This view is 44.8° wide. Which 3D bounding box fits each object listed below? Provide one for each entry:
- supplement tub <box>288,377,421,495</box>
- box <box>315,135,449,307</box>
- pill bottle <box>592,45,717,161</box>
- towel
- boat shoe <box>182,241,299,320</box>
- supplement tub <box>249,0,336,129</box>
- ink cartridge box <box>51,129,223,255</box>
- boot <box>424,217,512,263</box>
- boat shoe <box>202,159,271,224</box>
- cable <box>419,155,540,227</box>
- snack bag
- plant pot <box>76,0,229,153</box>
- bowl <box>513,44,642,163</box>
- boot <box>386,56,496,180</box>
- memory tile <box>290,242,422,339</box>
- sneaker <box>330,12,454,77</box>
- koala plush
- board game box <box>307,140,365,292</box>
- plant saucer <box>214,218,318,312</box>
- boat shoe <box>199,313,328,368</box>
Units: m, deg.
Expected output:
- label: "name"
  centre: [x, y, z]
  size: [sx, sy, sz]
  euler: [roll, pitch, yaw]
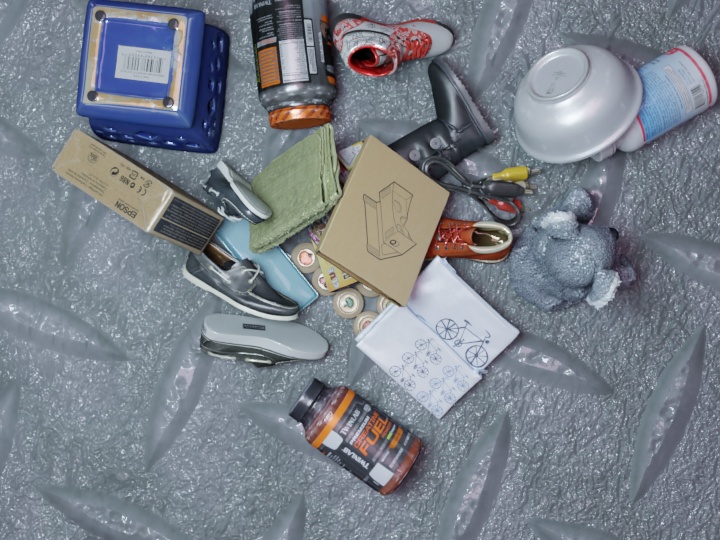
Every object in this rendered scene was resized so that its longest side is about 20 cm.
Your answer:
- label: "supplement tub"
  centre: [-0.012, 0.251, 1.350]
  size: [0.200, 0.107, 0.107]
  euler: [35, 90, 0]
- label: "box"
  centre: [0.037, -0.071, 1.276]
  size: [0.163, 0.021, 0.200]
  euler: [33, 67, -24]
- label: "pill bottle"
  centre: [0.435, -0.253, 1.348]
  size: [0.200, 0.109, 0.109]
  euler: [-30, 90, 0]
- label: "towel"
  centre: [-0.101, -0.117, 1.310]
  size: [0.036, 0.200, 0.149]
  euler: [23, 50, -37]
- label: "boat shoe"
  centre: [-0.181, 0.017, 1.352]
  size: [0.200, 0.072, 0.068]
  euler: [28, 110, 10]
- label: "supplement tub"
  centre: [-0.102, -0.324, 1.344]
  size: [0.122, 0.123, 0.200]
  euler: [-6, 90, 0]
- label: "ink cartridge box"
  centre: [-0.327, -0.114, 1.295]
  size: [0.200, 0.165, 0.075]
  euler: [31, 89, 21]
- label: "boot"
  centre: [0.138, -0.054, 1.349]
  size: [0.200, 0.107, 0.075]
  euler: [3, 85, 1]
- label: "boat shoe"
  centre: [-0.190, -0.105, 1.319]
  size: [0.076, 0.200, 0.060]
  euler: [38, 95, -28]
- label: "cable"
  centre: [0.184, -0.127, 1.371]
  size: [0.200, 0.050, 0.097]
  euler: [8, 106, -7]
- label: "snack bag"
  centre: [0.123, 0.106, 1.364]
  size: [0.189, 0.021, 0.200]
  euler: [43, 104, -4]
- label: "plant pot"
  centre: [-0.315, -0.296, 1.317]
  size: [0.200, 0.180, 0.200]
  euler: [7, 89, 1]
- label: "bowl"
  centre: [0.308, -0.267, 1.302]
  size: [0.201, 0.201, 0.090]
  euler: [-47, 134, 0]
- label: "boot"
  centre: [0.087, -0.216, 1.377]
  size: [0.200, 0.066, 0.165]
  euler: [-34, 88, 5]
- label: "memory tile"
  centre: [0.000, 0.000, 1.396]
  size: [0.153, 0.017, 0.200]
  euler: [-42, 89, 0]
- label: "sneaker"
  centre: [0.059, -0.334, 1.330]
  size: [0.201, 0.108, 0.067]
  euler: [2, 134, -19]
- label: "koala plush"
  centre: [0.319, -0.017, 1.302]
  size: [0.184, 0.200, 0.178]
  euler: [-31, 90, 0]
- label: "board game box"
  centre: [-0.017, -0.082, 1.348]
  size: [0.135, 0.035, 0.200]
  euler: [-21, 84, 22]
- label: "plant saucer"
  centre: [-0.153, -0.017, 1.391]
  size: [0.070, 0.019, 0.200]
  euler: [-39, 88, 9]
- label: "boat shoe"
  centre: [-0.152, 0.117, 1.377]
  size: [0.200, 0.071, 0.064]
  euler: [12, 123, -8]
